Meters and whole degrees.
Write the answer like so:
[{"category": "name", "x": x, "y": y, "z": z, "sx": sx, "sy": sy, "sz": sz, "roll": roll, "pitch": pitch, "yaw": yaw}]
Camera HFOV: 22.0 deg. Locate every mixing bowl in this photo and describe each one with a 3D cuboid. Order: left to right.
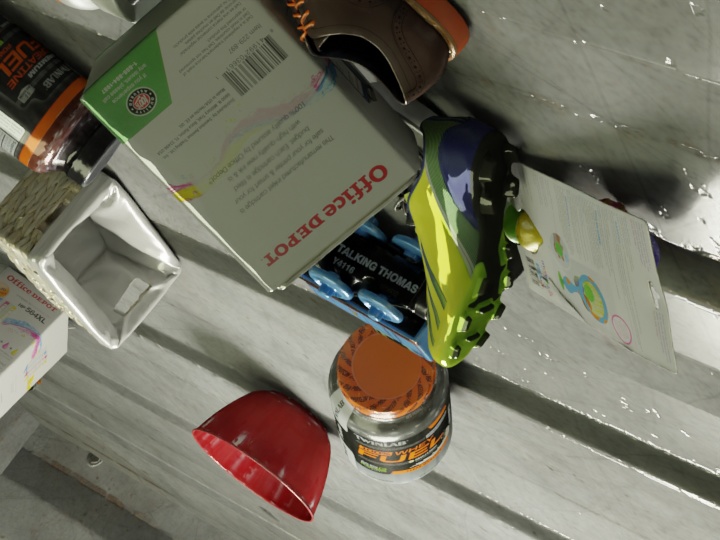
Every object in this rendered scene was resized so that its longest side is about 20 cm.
[{"category": "mixing bowl", "x": -0.113, "y": 0.229, "z": 2.446, "sx": 0.199, "sy": 0.109, "sz": 0.200, "roll": 33, "pitch": 163, "yaw": 11}]

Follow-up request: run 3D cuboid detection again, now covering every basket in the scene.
[{"category": "basket", "x": -0.323, "y": -0.028, "z": 2.148, "sx": 0.123, "sy": 0.136, "sz": 0.200, "roll": 30, "pitch": 163, "yaw": 35}]

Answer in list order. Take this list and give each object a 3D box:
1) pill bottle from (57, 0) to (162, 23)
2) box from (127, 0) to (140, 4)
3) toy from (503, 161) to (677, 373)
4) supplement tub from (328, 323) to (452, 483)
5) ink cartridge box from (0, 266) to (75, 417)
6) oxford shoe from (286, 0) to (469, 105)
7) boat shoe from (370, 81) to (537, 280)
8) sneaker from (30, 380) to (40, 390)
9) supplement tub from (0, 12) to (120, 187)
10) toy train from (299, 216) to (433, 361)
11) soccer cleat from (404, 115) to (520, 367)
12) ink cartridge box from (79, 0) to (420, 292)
[{"category": "pill bottle", "x": -0.219, "y": -0.259, "z": 1.349, "sx": 0.199, "sy": 0.114, "sz": 0.114, "roll": 28, "pitch": 161, "yaw": 29}, {"category": "box", "x": -0.136, "y": -0.275, "z": 1.051, "sx": 0.200, "sy": 0.106, "sz": 0.122, "roll": 51, "pitch": 148, "yaw": -5}, {"category": "toy", "x": 0.170, "y": -0.016, "z": 1.308, "sx": 0.200, "sy": 0.047, "sz": 0.116, "roll": 29, "pitch": 140, "yaw": 58}, {"category": "supplement tub", "x": 0.031, "y": 0.131, "z": 1.869, "sx": 0.122, "sy": 0.123, "sz": 0.200, "roll": 31, "pitch": 163, "yaw": 17}, {"category": "ink cartridge box", "x": -0.548, "y": 0.105, "z": 2.872, "sx": 0.128, "sy": 0.200, "sz": 0.126, "roll": 33, "pitch": 145, "yaw": 13}, {"category": "oxford shoe", "x": -0.026, "y": -0.188, "z": 1.219, "sx": 0.199, "sy": 0.073, "sz": 0.071, "roll": 36, "pitch": 163, "yaw": 4}, {"category": "boat shoe", "x": 0.059, "y": -0.057, "z": 1.410, "sx": 0.200, "sy": 0.066, "sz": 0.070, "roll": 47, "pitch": 160, "yaw": -30}, {"category": "sneaker", "x": -0.634, "y": 0.188, "z": 3.470, "sx": 0.079, "sy": 0.074, "sz": 0.200, "roll": 28, "pitch": 170, "yaw": -5}, {"category": "supplement tub", "x": -0.331, "y": -0.170, "z": 1.827, "sx": 0.199, "sy": 0.107, "sz": 0.107, "roll": 37, "pitch": 163, "yaw": -3}, {"category": "toy train", "x": 0.000, "y": 0.000, "z": 1.656, "sx": 0.199, "sy": 0.087, "sz": 0.114, "roll": 28, "pitch": 167, "yaw": 27}, {"category": "soccer cleat", "x": 0.068, "y": -0.023, "z": 1.369, "sx": 0.083, "sy": 0.065, "sz": 0.202, "roll": 24, "pitch": 126, "yaw": 29}, {"category": "ink cartridge box", "x": -0.074, "y": -0.107, "z": 1.298, "sx": 0.200, "sy": 0.145, "sz": 0.088, "roll": 46, "pitch": -163, "yaw": -18}]
